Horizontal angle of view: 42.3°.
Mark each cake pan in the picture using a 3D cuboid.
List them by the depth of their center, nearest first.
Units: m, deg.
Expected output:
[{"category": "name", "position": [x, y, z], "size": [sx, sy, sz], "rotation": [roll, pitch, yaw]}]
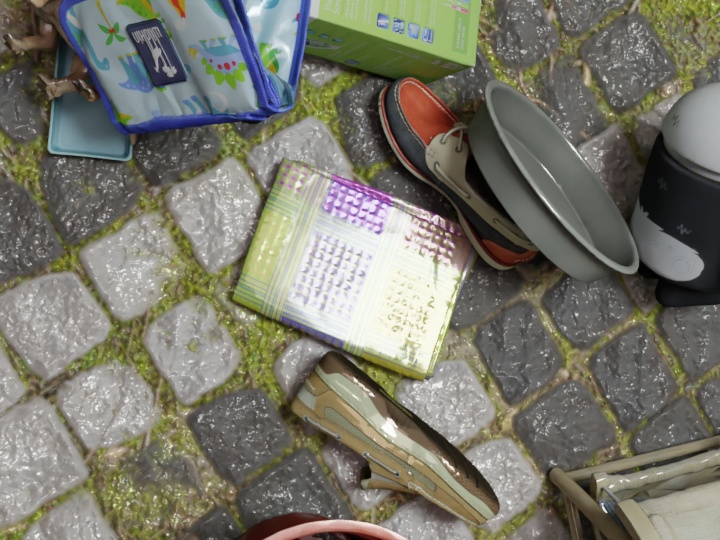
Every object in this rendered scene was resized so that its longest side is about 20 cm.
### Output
[{"category": "cake pan", "position": [0.160, -0.072, 0.788], "size": [0.037, 0.200, 0.201], "rotation": [-38, 95, 26]}]

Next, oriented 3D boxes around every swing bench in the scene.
[{"category": "swing bench", "position": [0.293, 0.219, 0.770], "size": [0.196, 0.200, 0.132], "rotation": [-11, 87, -12]}]

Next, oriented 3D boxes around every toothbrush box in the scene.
[{"category": "toothbrush box", "position": [0.002, -0.255, 0.781], "size": [0.198, 0.086, 0.148], "rotation": [8, 83, -32]}]

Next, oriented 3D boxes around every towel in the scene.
[{"category": "towel", "position": [0.000, 0.000, 0.820], "size": [0.198, 0.023, 0.145], "rotation": [21, 81, -9]}]

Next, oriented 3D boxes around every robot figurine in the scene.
[{"category": "robot figurine", "position": [0.308, -0.063, 0.810], "size": [0.149, 0.202, 0.124], "rotation": [30, 43, 29]}]

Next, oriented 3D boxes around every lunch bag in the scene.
[{"category": "lunch bag", "position": [-0.124, -0.204, 0.667], "size": [0.127, 0.168, 0.203], "rotation": [-11, 99, -53]}]

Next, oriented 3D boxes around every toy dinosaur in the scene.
[{"category": "toy dinosaur", "position": [-0.211, -0.210, 0.751], "size": [0.135, 0.085, 0.201], "rotation": [-44, 106, -31]}]

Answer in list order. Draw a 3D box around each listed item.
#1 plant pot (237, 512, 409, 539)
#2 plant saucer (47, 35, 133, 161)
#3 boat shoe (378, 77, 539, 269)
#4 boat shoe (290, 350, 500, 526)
[{"category": "plant pot", "position": [-0.038, 0.274, 0.701], "size": [0.198, 0.195, 0.204], "rotation": [1, 85, -12]}, {"category": "plant saucer", "position": [-0.222, -0.195, 0.795], "size": [0.069, 0.019, 0.203], "rotation": [4, 84, -11]}, {"category": "boat shoe", "position": [0.092, -0.092, 0.816], "size": [0.071, 0.063, 0.201], "rotation": [-36, 89, -28]}, {"category": "boat shoe", "position": [0.027, 0.159, 0.797], "size": [0.199, 0.072, 0.076], "rotation": [40, 94, 2]}]
